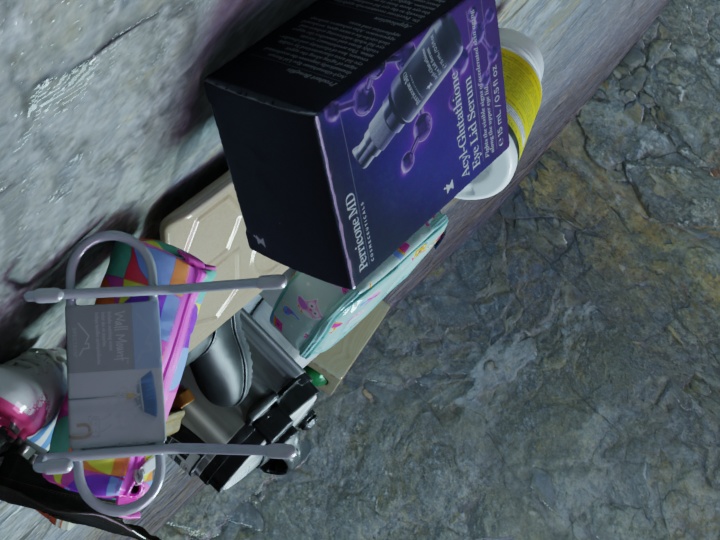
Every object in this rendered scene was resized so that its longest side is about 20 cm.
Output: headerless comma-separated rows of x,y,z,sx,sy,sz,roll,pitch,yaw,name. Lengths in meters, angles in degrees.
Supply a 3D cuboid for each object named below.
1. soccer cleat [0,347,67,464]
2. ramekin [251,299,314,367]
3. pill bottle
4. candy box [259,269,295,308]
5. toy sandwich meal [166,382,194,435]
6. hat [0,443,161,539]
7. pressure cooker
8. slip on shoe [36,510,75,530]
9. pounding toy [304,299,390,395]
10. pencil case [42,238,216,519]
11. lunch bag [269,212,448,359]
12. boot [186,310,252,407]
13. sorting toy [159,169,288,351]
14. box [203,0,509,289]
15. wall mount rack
-0.254,0.087,0.909,0.087,0.070,0.200,-62,180,-19,soccer cleat
-0.070,0.051,1.699,0.202,0.094,0.202,-45,173,-7,ramekin
0.139,-0.180,1.346,0.114,0.114,0.200,-52,-172,45,pill bottle
-0.026,-0.063,1.366,0.200,0.072,0.168,-41,172,-35,candy box
-0.262,0.156,1.209,0.205,0.070,0.205,-23,175,-2,toy sandwich meal
-0.258,0.178,1.062,0.201,0.200,0.081,112,-6,-74,hat
-0.143,0.152,1.372,0.179,0.200,0.176,-48,174,22,pressure cooker
-0.302,0.206,1.337,0.074,0.061,0.200,-65,178,32,slip on shoe
-0.068,0.114,2.052,0.200,0.142,0.184,-55,177,-18,pounding toy
-0.169,0.076,0.899,0.088,0.088,0.201,62,41,-83,pencil case
0.000,0.000,1.266,0.200,0.077,0.160,-40,171,-29,lunch bag
-0.182,0.096,1.122,0.200,0.065,0.165,-43,133,-54,boot
-0.108,-0.031,1.046,0.185,0.036,0.200,-41,157,-34,sorting toy
0.005,-0.109,0.855,0.200,0.104,0.148,-43,138,-31,box
-0.138,0.070,0.827,0.173,0.201,0.075,-3,179,-14,wall mount rack
